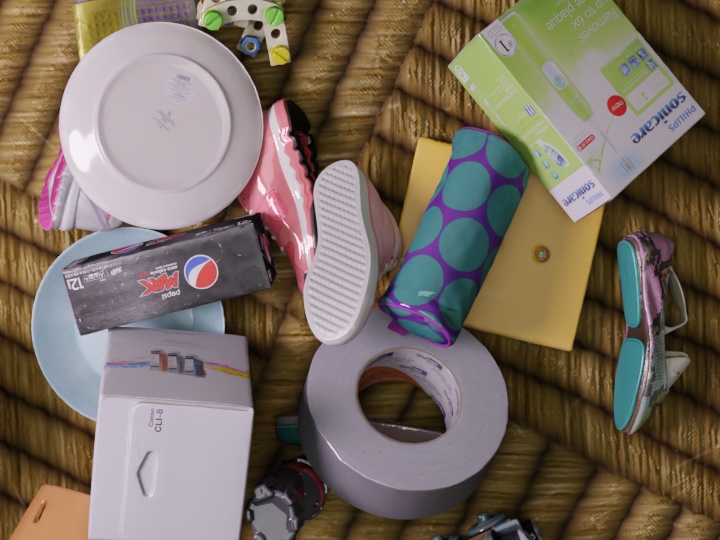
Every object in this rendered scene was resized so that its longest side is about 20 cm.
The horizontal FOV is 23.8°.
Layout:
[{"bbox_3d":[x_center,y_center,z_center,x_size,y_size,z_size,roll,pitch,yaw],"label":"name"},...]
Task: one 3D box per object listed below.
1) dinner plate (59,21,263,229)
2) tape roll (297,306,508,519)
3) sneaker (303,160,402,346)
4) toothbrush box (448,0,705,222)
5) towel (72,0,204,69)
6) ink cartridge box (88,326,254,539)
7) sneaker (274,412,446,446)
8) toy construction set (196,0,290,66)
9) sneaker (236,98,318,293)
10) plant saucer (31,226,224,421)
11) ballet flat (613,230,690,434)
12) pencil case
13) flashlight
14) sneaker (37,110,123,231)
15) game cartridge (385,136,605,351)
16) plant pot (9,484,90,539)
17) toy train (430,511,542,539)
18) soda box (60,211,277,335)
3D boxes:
[{"bbox_3d":[-0.191,-0.141,1.648,0.198,0.024,0.203,1,87,-13],"label":"dinner plate"},{"bbox_3d":[0.041,0.136,1.652,0.198,0.066,0.202,6,56,-9],"label":"tape roll"},{"bbox_3d":[0.000,0.000,1.654,0.075,0.105,0.202,-15,52,22],"label":"sneaker"},{"bbox_3d":[0.207,-0.174,1.642,0.145,0.086,0.201,-39,91,-24],"label":"toothbrush box"},{"bbox_3d":[-0.206,-0.181,1.688,0.142,0.023,0.202,-9,90,-33],"label":"towel"},{"bbox_3d":[-0.179,0.156,1.617,0.143,0.200,0.147,5,107,-6],"label":"ink cartridge box"},{"bbox_3d":[0.008,0.189,1.708,0.198,0.071,0.081,9,89,2],"label":"sneaker"},{"bbox_3d":[-0.110,-0.311,1.675,0.130,0.092,0.202,12,93,-14],"label":"toy construction set"},{"bbox_3d":[-0.079,-0.066,1.713,0.086,0.074,0.202,-13,89,19],"label":"sneaker"},{"bbox_3d":[-0.234,0.056,1.736,0.199,0.039,0.204,0,93,3],"label":"plant saucer"},{"bbox_3d":[0.291,0.062,1.690,0.070,0.069,0.203,0,93,-15],"label":"ballet flat"},{"bbox_3d":[0.091,-0.031,1.635,0.085,0.092,0.201,31,75,-22],"label":"pencil case"},{"bbox_3d":[-0.071,0.227,1.652,0.067,0.200,0.069,21,96,2],"label":"flashlight"},{"bbox_3d":[-0.257,-0.127,1.711,0.087,0.081,0.202,17,82,-24],"label":"sneaker"},{"bbox_3d":[0.136,-0.027,1.711,0.198,0.032,0.178,14,94,6],"label":"game cartridge"},{"bbox_3d":[-0.270,0.298,1.684,0.198,0.200,0.141,17,78,3],"label":"plant pot"},{"bbox_3d":[0.090,0.307,1.687,0.198,0.114,0.086,-25,92,5],"label":"toy train"},{"bbox_3d":[-0.186,0.003,1.672,0.198,0.063,0.072,-14,101,7],"label":"soda box"}]
